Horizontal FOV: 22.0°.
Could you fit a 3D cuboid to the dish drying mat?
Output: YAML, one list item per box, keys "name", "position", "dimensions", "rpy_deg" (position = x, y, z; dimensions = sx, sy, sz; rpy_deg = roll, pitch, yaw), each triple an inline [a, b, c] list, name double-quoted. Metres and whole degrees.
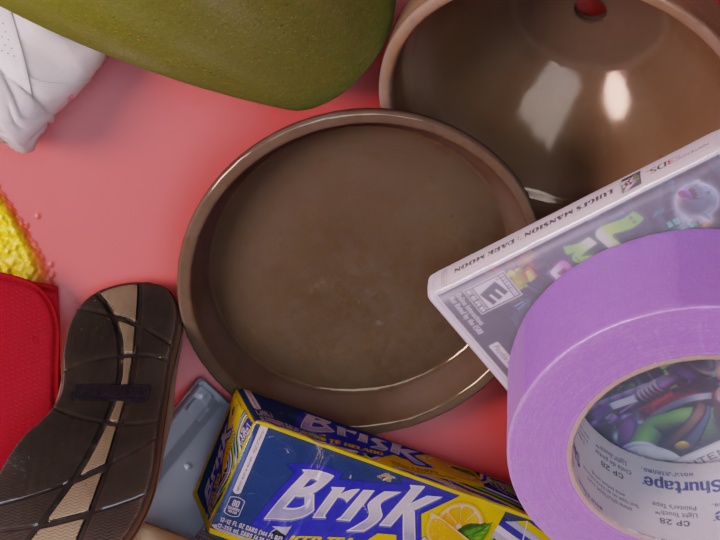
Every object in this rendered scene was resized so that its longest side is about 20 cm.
- name: "dish drying mat"
  position: [-0.188, 0.097, 0.974]
  dimensions: [0.077, 0.018, 0.200]
  rpy_deg: [12, 67, -40]

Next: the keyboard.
- name: "keyboard"
  position: [-0.128, 0.151, 1.011]
  dimensions: [0.056, 0.011, 0.200]
  rpy_deg: [47, 67, -19]

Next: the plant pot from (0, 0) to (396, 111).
- name: "plant pot"
  position: [-0.080, -0.169, 0.932]
  dimensions: [0.200, 0.187, 0.187]
  rpy_deg: [36, 92, -40]

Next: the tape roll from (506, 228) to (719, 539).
- name: "tape roll"
  position: [0.177, 0.075, 0.971]
  dimensions: [0.200, 0.066, 0.200]
  rpy_deg: [2, 130, 3]

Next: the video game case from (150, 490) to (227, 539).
- name: "video game case"
  position: [-0.076, 0.240, 1.059]
  dimensions: [0.200, 0.023, 0.182]
  rpy_deg: [25, 93, -9]

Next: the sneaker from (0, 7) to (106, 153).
- name: "sneaker"
  position: [-0.213, -0.163, 0.977]
  dimensions: [0.099, 0.078, 0.200]
  rpy_deg: [-43, 106, -10]

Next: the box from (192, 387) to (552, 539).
- name: "box"
  position: [0.013, 0.134, 1.022]
  dimensions: [0.200, 0.064, 0.070]
  rpy_deg: [21, 97, -18]

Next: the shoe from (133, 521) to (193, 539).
- name: "shoe"
  position: [-0.052, 0.184, 1.001]
  dimensions: [0.200, 0.070, 0.053]
  rpy_deg: [20, 75, -12]

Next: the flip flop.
- name: "flip flop"
  position: [-0.137, 0.091, 0.972]
  dimensions: [0.081, 0.200, 0.058]
  rpy_deg: [4, 136, 7]

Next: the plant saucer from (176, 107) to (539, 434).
- name: "plant saucer"
  position: [0.000, 0.000, 1.007]
  dimensions: [0.200, 0.029, 0.200]
  rpy_deg: [-3, 118, -6]

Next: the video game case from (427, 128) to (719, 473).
- name: "video game case"
  position: [0.165, 0.037, 0.995]
  dimensions: [0.182, 0.023, 0.200]
  rpy_deg: [-27, 120, 24]

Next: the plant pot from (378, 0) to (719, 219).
- name: "plant pot"
  position: [0.117, -0.112, 0.984]
  dimensions: [0.201, 0.201, 0.093]
  rpy_deg: [26, 52, -9]
